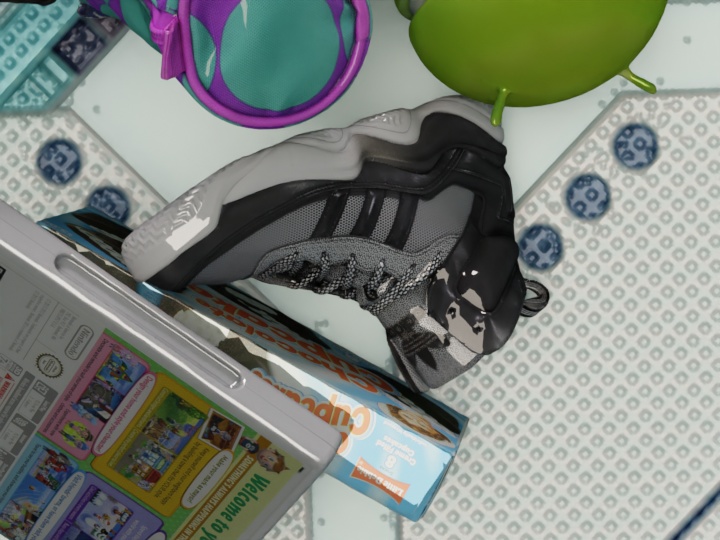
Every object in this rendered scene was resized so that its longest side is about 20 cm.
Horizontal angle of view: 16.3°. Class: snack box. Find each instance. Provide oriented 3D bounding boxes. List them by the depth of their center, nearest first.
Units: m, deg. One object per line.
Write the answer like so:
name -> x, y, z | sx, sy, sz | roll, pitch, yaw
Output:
snack box -> -0.049, 0.037, 1.087 | 0.199, 0.116, 0.037 | 29, 97, 2

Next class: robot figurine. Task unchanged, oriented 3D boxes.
robot figurine -> 0.060, -0.159, 1.056 | 0.174, 0.116, 0.201 | -12, 76, -19

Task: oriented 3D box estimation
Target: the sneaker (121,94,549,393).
sneaker -> 0.000, 0.000, 1.055 | 0.199, 0.075, 0.114 | -19, 82, -38

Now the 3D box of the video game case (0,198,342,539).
video game case -> -0.121, 0.067, 1.066 | 0.182, 0.200, 0.022 | 35, 52, -3

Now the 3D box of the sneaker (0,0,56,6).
sneaker -> -0.094, -0.159, 0.977 | 0.199, 0.073, 0.112 | -17, 47, 26

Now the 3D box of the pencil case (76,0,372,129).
pencil case -> -0.071, -0.124, 1.043 | 0.092, 0.200, 0.086 | -8, 112, -23
